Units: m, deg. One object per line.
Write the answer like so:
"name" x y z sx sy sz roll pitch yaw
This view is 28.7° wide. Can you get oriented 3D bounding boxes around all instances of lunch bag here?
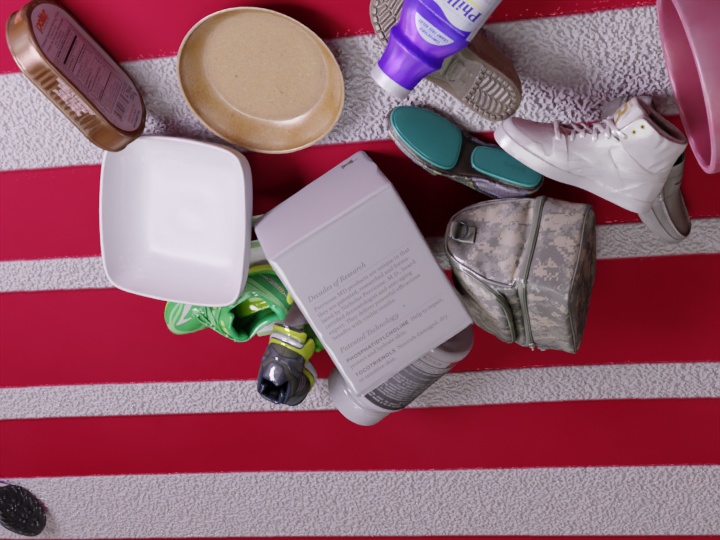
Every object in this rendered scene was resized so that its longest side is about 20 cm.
"lunch bag" 0.187 0.003 1.664 0.165 0.141 0.200 11 159 16

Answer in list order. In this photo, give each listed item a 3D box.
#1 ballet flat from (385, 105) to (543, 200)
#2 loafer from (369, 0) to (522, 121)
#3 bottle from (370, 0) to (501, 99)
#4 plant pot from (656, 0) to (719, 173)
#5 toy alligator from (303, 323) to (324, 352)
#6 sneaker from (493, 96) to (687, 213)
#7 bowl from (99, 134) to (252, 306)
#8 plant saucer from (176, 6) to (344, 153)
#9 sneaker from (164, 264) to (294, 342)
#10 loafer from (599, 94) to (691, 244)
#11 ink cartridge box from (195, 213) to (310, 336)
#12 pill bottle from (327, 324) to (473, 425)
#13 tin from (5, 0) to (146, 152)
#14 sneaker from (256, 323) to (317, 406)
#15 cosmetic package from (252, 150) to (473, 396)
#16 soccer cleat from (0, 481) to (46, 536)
"ballet flat" 0.113 -0.127 1.635 0.198 0.073 0.072 22 134 -7
"loafer" 0.094 -0.241 1.530 0.200 0.068 0.076 41 119 -3
"bottle" 0.086 -0.268 1.446 0.083 0.065 0.201 36 111 -8
"plant pot" 0.408 -0.215 1.407 0.176 0.201 0.202 -15 130 5
"toy alligator" -0.044 0.078 1.807 0.199 0.055 0.059 -30 122 34
"sneaker" 0.251 -0.149 1.508 0.198 0.074 0.116 20 124 -14
"bowl" -0.216 -0.068 1.713 0.197 0.075 0.203 9 108 18
"plant saucer" -0.112 -0.224 1.613 0.197 0.036 0.202 7 133 7
"sneaker" -0.172 0.047 1.783 0.198 0.084 0.074 -15 130 27
"loafer" 0.336 -0.112 1.590 0.069 0.070 0.201 -11 129 33
"ink cartridge box" -0.106 -0.007 1.806 0.144 0.048 0.201 -10 129 21
"pill bottle" 0.048 0.114 1.838 0.113 0.115 0.200 32 131 -17
"tin" -0.322 -0.225 1.611 0.042 0.113 0.200 -30 122 23
"sneaker" -0.104 0.138 1.827 0.073 0.082 0.201 24 157 12
"cosmetic package" 0.000 0.000 1.646 0.165 0.168 0.201 -33 110 0
"soccer cleat" -0.601 0.370 2.275 0.199 0.069 0.073 32 155 -22
